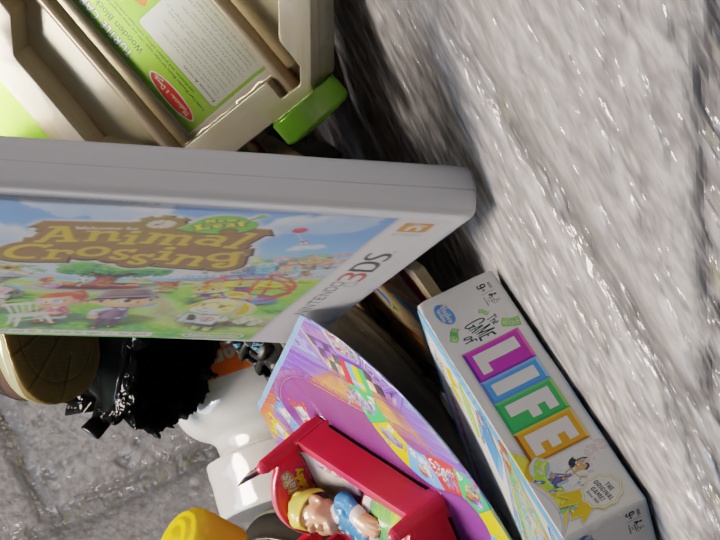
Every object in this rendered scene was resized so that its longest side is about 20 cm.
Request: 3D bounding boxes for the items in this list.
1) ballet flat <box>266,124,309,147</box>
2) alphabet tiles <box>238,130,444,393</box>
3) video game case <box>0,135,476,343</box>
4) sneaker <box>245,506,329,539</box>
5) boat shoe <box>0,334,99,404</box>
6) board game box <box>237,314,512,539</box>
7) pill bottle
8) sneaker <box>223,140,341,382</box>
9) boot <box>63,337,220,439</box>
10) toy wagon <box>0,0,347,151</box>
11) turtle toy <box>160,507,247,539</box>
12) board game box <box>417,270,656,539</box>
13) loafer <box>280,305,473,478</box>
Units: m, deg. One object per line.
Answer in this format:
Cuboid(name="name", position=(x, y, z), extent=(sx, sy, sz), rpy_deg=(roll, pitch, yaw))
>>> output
Cuboid(name="ballet flat", position=(-0.060, -0.131, 1.083), extent=(0.200, 0.070, 0.065), rpy_deg=(79, 178, -55))
Cuboid(name="alphabet tiles", position=(0.000, 0.000, 1.081), extent=(0.167, 0.006, 0.200), rpy_deg=(55, 169, -34))
Cuboid(name="video game case", position=(-0.082, -0.007, 0.936), extent=(0.182, 0.200, 0.022), rpy_deg=(141, 128, -62))
Cuboid(name="sneaker", position=(-0.007, 0.195, 1.214), extent=(0.200, 0.106, 0.075), rpy_deg=(34, 137, 29))
Cuboid(name="boat shoe", position=(-0.185, -0.030, 1.216), extent=(0.066, 0.072, 0.201), rpy_deg=(-10, 95, 45))
Cuboid(name="board game box", position=(0.001, 0.109, 1.041), extent=(0.158, 0.039, 0.200), rpy_deg=(50, 161, 8))
Cuboid(name="pill bottle", position=(-0.057, 0.026, 1.317), extent=(0.110, 0.109, 0.200), rpy_deg=(95, 160, -78))
Cuboid(name="sneaker", position=(-0.029, 0.040, 1.220), extent=(0.073, 0.082, 0.200), rpy_deg=(-26, 80, 62))
Cuboid(name="boot", position=(-0.136, -0.023, 1.265), extent=(0.162, 0.073, 0.199), rpy_deg=(32, 121, 44))
Cuboid(name="toy wagon", position=(-0.101, -0.095, 1.016), extent=(0.155, 0.200, 0.040), rpy_deg=(50, -141, -7))
Cuboid(name="turtle toy", position=(-0.041, 0.183, 1.116), extent=(0.146, 0.101, 0.200), rpy_deg=(32, 178, -23))
Cuboid(name="board game box", position=(0.084, 0.113, 0.975), extent=(0.135, 0.034, 0.200), rpy_deg=(58, 171, 44))
Cuboid(name="loafer", position=(0.007, 0.077, 1.135), extent=(0.200, 0.070, 0.070), rpy_deg=(52, 170, -32))
